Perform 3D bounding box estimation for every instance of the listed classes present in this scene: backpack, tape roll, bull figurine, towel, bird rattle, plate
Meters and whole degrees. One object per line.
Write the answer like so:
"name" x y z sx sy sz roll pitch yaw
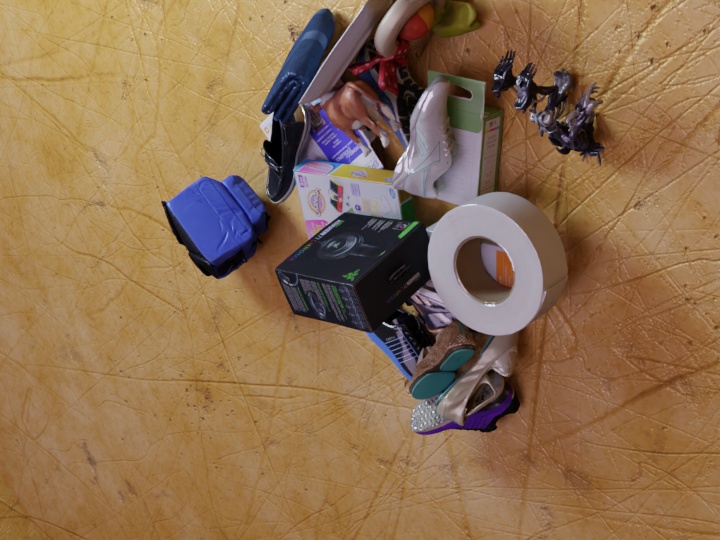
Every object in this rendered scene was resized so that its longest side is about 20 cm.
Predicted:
"backpack" -0.255 -0.075 1.946 0.163 0.167 0.200 58 168 9
"tape roll" 0.198 -0.009 1.528 0.202 0.071 0.203 18 119 35
"bull figurine" -0.007 -0.239 1.601 0.121 0.065 0.200 44 174 -10
"towel" -0.091 -0.324 1.654 0.048 0.200 0.112 31 134 -12
"bird rattle" 0.064 -0.351 1.496 0.113 0.200 0.163 55 176 14
"plate" -0.005 -0.349 1.557 0.032 0.200 0.200 35 128 -6

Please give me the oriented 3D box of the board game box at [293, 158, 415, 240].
"board game box" -0.007 -0.101 1.747 0.199 0.040 0.154 11 130 28

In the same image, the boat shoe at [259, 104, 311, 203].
"boat shoe" -0.136 -0.196 1.770 0.075 0.062 0.200 59 144 34

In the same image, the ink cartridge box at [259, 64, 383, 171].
"ink cartridge box" -0.060 -0.216 1.779 0.198 0.043 0.200 -35 87 47

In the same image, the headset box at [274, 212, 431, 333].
"headset box" 0.000 0.000 1.638 0.200 0.174 0.093 12 133 47

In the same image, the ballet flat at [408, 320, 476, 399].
"ballet flat" 0.131 0.142 1.700 0.200 0.070 0.066 128 140 -50

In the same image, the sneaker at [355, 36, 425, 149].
"sneaker" 0.056 -0.265 1.641 0.201 0.078 0.089 63 156 -6

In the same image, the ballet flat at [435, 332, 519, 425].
"ballet flat" 0.202 0.163 1.659 0.069 0.069 0.200 41 95 20

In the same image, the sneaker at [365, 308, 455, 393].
"sneaker" 0.088 0.125 1.796 0.200 0.070 0.078 39 136 22

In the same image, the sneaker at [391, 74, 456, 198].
"sneaker" 0.109 -0.194 1.545 0.080 0.070 0.201 25 130 13

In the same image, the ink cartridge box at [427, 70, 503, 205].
"ink cartridge box" 0.154 -0.201 1.582 0.104 0.059 0.201 21 123 34

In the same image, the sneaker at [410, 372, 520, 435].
"sneaker" 0.179 0.243 1.750 0.200 0.070 0.099 -27 128 32

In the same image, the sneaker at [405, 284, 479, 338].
"sneaker" 0.114 0.052 1.730 0.200 0.078 0.080 31 123 26

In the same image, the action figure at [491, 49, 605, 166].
"action figure" 0.274 -0.221 1.423 0.102 0.200 0.119 -57 36 4

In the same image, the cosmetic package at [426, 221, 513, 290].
"cosmetic package" 0.199 -0.011 1.627 0.199 0.071 0.102 14 120 38
